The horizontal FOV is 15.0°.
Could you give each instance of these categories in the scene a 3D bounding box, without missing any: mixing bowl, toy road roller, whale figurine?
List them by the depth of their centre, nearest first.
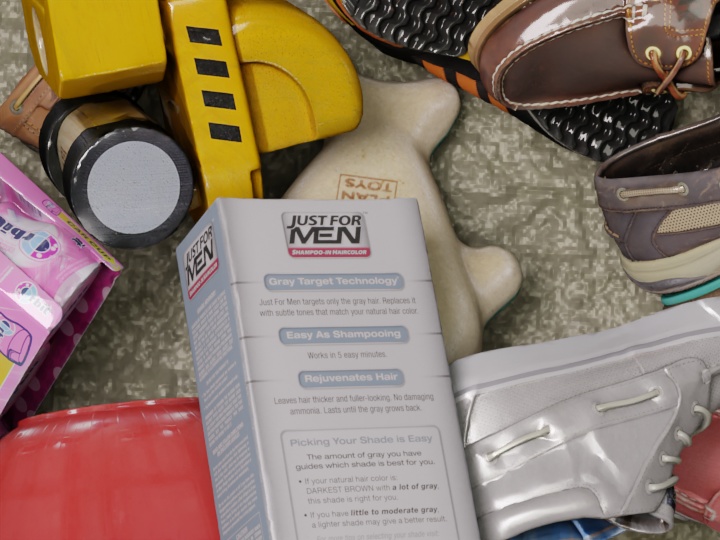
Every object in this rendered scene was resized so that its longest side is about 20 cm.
[{"bbox_3d":[-0.083,-0.113,1.264,0.145,0.123,0.201,-14,105,-11],"label":"toy road roller"},{"bbox_3d":[-0.108,0.119,1.273,0.199,0.200,0.109,-8,83,3],"label":"mixing bowl"},{"bbox_3d":[0.000,0.000,1.335,0.158,0.104,0.201,6,63,3],"label":"whale figurine"}]

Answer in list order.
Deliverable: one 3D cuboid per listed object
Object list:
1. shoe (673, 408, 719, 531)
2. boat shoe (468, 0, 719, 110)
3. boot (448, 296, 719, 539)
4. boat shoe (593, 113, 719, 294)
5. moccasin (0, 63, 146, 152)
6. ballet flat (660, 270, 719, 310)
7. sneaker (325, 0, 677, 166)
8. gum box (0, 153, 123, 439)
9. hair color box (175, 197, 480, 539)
[{"bbox_3d":[0.205,0.103,1.301,0.199,0.091,0.072,23,89,4],"label":"shoe"},{"bbox_3d":[0.151,-0.116,1.260,0.199,0.070,0.071,-21,57,0],"label":"boat shoe"},{"bbox_3d":[0.129,0.076,1.256,0.199,0.074,0.096,-13,67,-15],"label":"boot"},{"bbox_3d":[0.197,-0.057,1.284,0.199,0.075,0.073,-28,115,22],"label":"boat shoe"},{"bbox_3d":[-0.117,-0.150,1.352,0.077,0.074,0.202,28,99,-5],"label":"moccasin"},{"bbox_3d":[0.242,-0.016,1.330,0.200,0.069,0.071,-38,103,0],"label":"ballet flat"},{"bbox_3d":[0.064,-0.117,1.338,0.199,0.090,0.070,26,93,-24],"label":"sneaker"},{"bbox_3d":[-0.200,0.027,1.289,0.113,0.066,0.200,40,134,5],"label":"gum box"},{"bbox_3d":[-0.013,0.070,1.201,0.099,0.061,0.201,0,68,-24],"label":"hair color box"}]
